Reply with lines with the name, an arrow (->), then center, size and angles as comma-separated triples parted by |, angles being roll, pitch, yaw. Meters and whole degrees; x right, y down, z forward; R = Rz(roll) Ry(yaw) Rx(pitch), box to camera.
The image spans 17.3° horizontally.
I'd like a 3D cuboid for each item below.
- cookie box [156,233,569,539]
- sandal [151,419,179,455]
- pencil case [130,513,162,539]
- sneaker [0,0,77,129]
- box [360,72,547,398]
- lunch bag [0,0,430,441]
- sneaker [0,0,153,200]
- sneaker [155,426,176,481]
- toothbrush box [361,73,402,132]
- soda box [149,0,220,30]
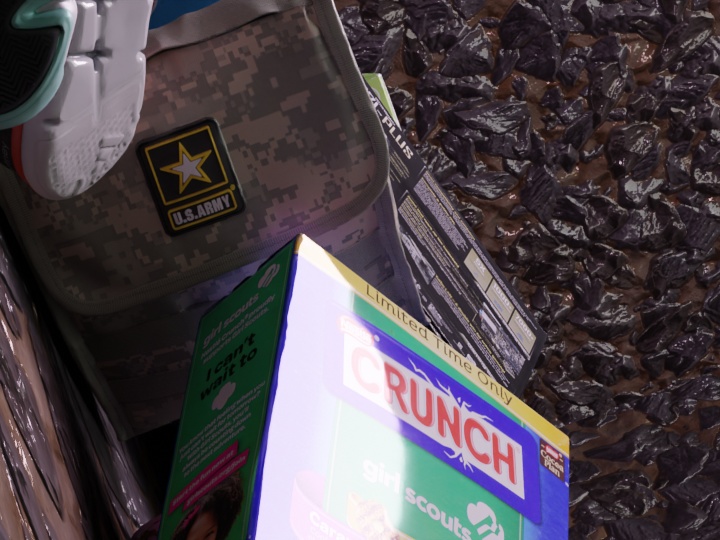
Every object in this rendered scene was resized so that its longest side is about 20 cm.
cookie box -> 0.004, 0.112, 0.970 | 0.171, 0.075, 0.200 | 37, 35, -25
sandal -> -0.076, 0.093, 1.261 | 0.200, 0.043, 0.076 | 46, -9, 25
pencil case -> -0.035, 0.185, 0.997 | 0.087, 0.083, 0.200 | -57, -133, 53
sneaker -> -0.155, -0.151, 0.889 | 0.140, 0.078, 0.200 | -157, -127, -82
box -> 0.000, 0.000, 1.260 | 0.200, 0.086, 0.164 | 54, 19, -7
lunch bag -> -0.070, -0.035, 1.057 | 0.200, 0.164, 0.118 | 72, -3, -54
sneaker -> -0.119, -0.132, 0.929 | 0.077, 0.082, 0.200 | 0, 112, -59
sneaker -> -0.073, 0.090, 1.361 | 0.200, 0.091, 0.076 | -110, -177, -53
toothbrush box -> -0.071, -0.056, 1.527 | 0.146, 0.200, 0.086 | -120, -171, -85
soda box -> -0.134, -0.159, 1.047 | 0.200, 0.068, 0.064 | 45, 16, -40
